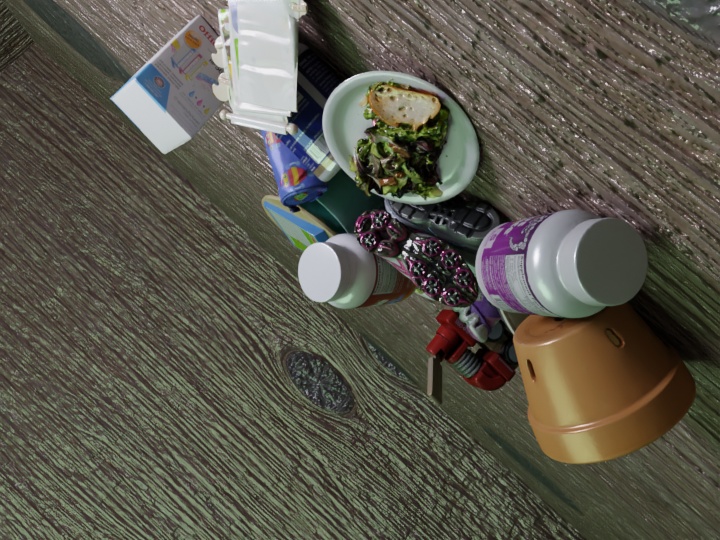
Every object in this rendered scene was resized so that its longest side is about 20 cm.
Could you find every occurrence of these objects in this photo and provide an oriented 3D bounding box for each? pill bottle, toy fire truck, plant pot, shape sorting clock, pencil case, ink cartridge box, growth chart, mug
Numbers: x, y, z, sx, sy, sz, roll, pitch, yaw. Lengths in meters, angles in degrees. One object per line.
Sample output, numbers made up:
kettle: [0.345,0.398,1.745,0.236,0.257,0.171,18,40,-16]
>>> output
pill bottle: [0.000,0.000,1.002,0.112,0.114,0.198,34,-158,32]
toy fire truck: [0.197,0.173,1.218,0.176,0.201,0.128,43,169,-11]
plant pot: [0.277,0.112,0.785,0.142,0.198,0.200,60,166,-7]
pill bottle: [0.213,-0.007,0.706,0.112,0.113,0.200,43,169,-10]
shape sorting clock: [-0.087,-0.065,1.121,0.199,0.039,0.200,37,167,9]
pencil case: [-0.104,-0.194,0.968,0.087,0.077,0.204,3,-111,-65]
ink cartridge box: [-0.302,-0.327,1.120,0.129,0.202,0.124,46,151,-26]
growth chart: [-0.124,-0.264,0.790,0.143,0.018,0.203,25,126,22]
pill bottle: [-0.080,-0.229,0.875,0.200,0.116,0.116,44,169,-9]
mug: [-0.035,-0.132,1.091,0.152,0.115,0.185,43,170,-10]

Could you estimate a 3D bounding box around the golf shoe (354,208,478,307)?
golf shoe: [0.086,-0.018,0.910,0.199,0.073,0.092,37,-173,19]

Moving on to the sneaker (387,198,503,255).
sneaker: [0.115,-0.070,0.906,0.199,0.076,0.079,35,170,36]

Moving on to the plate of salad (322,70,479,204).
plate of salad: [0.043,-0.145,0.772,0.196,0.049,0.202,15,145,11]

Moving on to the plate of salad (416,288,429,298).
plate of salad: [0.099,-0.006,1.153,0.198,0.048,0.201,29,153,16]

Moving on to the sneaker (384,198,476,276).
sneaker: [0.116,-0.051,0.976,0.199,0.073,0.071,39,165,13]

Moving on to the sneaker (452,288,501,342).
sneaker: [0.165,0.011,1.034,0.202,0.088,0.080,55,-177,6]

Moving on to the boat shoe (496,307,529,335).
boat shoe: [0.262,0.087,1.001,0.200,0.073,0.062,42,167,-23]
